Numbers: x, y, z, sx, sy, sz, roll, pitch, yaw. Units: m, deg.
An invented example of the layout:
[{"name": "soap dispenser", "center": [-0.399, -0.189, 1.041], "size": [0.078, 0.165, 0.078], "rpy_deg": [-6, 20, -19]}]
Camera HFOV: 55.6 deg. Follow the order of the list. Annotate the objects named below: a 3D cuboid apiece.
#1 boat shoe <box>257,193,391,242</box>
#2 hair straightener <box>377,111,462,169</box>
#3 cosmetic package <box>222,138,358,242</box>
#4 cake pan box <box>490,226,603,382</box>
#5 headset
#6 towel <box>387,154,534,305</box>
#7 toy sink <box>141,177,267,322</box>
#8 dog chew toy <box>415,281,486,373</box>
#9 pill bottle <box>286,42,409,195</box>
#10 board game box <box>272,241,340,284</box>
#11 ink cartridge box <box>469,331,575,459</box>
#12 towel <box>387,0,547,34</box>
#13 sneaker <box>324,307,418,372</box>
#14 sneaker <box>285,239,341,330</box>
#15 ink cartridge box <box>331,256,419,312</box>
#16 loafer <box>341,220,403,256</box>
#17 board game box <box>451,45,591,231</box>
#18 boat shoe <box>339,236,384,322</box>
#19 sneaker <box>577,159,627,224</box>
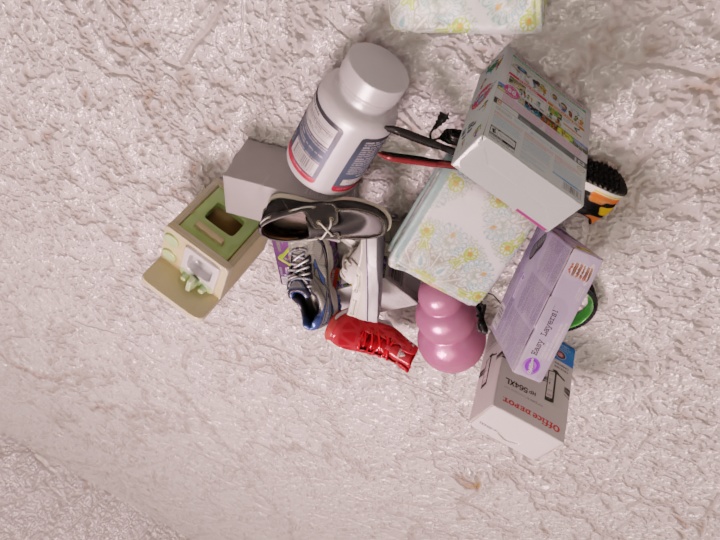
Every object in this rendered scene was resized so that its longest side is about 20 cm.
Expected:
[{"name": "boat shoe", "center": [-0.054, -0.067, 1.007], "size": [0.198, 0.068, 0.072], "rpy_deg": [5, 128, 14]}, {"name": "hair straightener", "center": [0.120, -0.175, 0.931], "size": [0.198, 0.041, 0.078], "rpy_deg": [6, 105, -25]}, {"name": "cosmetic package", "center": [-0.109, -0.129, 1.092], "size": [0.198, 0.107, 0.091], "rpy_deg": [15, 138, 11]}, {"name": "cake pan box", "center": [0.260, 0.042, 0.994], "size": [0.052, 0.184, 0.201], "rpy_deg": [22, 103, -3]}, {"name": "headset", "center": [0.291, 0.066, 1.133], "size": [0.198, 0.094, 0.124], "rpy_deg": [-2, 135, 9]}, {"name": "towel", "center": [0.154, -0.056, 1.051], "size": [0.170, 0.048, 0.201], "rpy_deg": [26, 118, -10]}, {"name": "toy sink", "center": [-0.258, -0.038, 1.161], "size": [0.130, 0.200, 0.112], "rpy_deg": [36, 145, 2]}, {"name": "dog chew toy", "center": [0.151, 0.085, 1.194], "size": [0.123, 0.125, 0.201], "rpy_deg": [1, 133, 23]}, {"name": "pill bottle", "center": [-0.016, -0.210, 0.954], "size": [0.119, 0.120, 0.200], "rpy_deg": [30, 139, -9]}, {"name": "board game box", "center": [-0.100, -0.042, 1.240], "size": [0.119, 0.032, 0.201], "rpy_deg": [12, 138, 16]}, {"name": "ink cartridge box", "center": [0.287, 0.203, 1.198], "size": [0.145, 0.201, 0.084], "rpy_deg": [28, 139, -8]}, {"name": "towel", "center": [0.121, -0.358, 0.790], "size": [0.198, 0.048, 0.172], "rpy_deg": [8, 136, 17]}, {"name": "sneaker", "center": [0.035, 0.125, 1.214], "size": [0.115, 0.079, 0.199], "rpy_deg": [27, -169, 38]}, {"name": "sneaker", "center": [-0.089, 0.010, 1.168], "size": [0.077, 0.085, 0.202], "rpy_deg": [-9, 103, 34]}, {"name": "ink cartridge box", "center": [-0.004, 0.036, 1.245], "size": [0.199, 0.051, 0.109], "rpy_deg": [-14, 145, 35]}, {"name": "loafer", "center": [0.051, -0.058, 1.131], "size": [0.198, 0.070, 0.070], "rpy_deg": [16, 134, -5]}, {"name": "board game box", "center": [0.204, -0.166, 0.841], "size": [0.147, 0.201, 0.064], "rpy_deg": [33, 138, -12]}, {"name": "boat shoe", "center": [0.000, 0.000, 1.102], "size": [0.069, 0.071, 0.201], "rpy_deg": [7, 132, 8]}, {"name": "sneaker", "center": [0.265, -0.124, 0.957], "size": [0.199, 0.070, 0.090], "rpy_deg": [23, 136, -3]}]
